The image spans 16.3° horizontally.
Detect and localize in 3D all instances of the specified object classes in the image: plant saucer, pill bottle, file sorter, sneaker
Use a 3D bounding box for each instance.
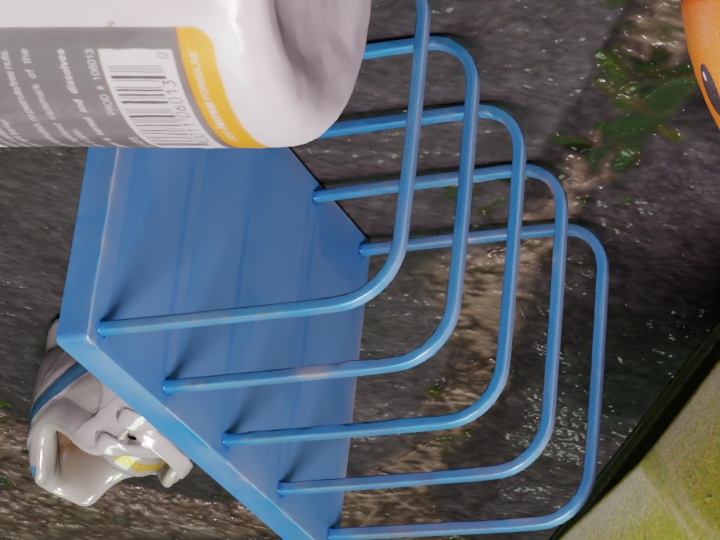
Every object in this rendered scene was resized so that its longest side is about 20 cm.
[{"bbox_3d":[0.139,0.058,0.949,0.048,0.200,0.200,40,153,4],"label":"plant saucer"},{"bbox_3d":[-0.105,-0.095,0.767,0.199,0.117,0.116,2,154,19],"label":"pill bottle"},{"bbox_3d":[0.000,0.000,0.905,0.122,0.139,0.200,-7,150,24],"label":"file sorter"},{"bbox_3d":[-0.076,0.048,1.093,0.076,0.081,0.200,26,149,-27],"label":"sneaker"}]

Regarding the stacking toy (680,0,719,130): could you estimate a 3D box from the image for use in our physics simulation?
[{"bbox_3d":[0.082,-0.120,0.525,0.200,0.146,0.146,47,145,-8],"label":"stacking toy"}]
